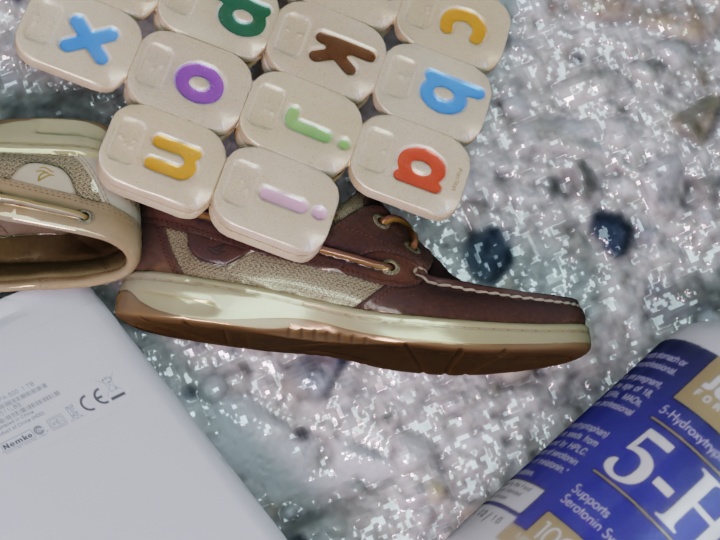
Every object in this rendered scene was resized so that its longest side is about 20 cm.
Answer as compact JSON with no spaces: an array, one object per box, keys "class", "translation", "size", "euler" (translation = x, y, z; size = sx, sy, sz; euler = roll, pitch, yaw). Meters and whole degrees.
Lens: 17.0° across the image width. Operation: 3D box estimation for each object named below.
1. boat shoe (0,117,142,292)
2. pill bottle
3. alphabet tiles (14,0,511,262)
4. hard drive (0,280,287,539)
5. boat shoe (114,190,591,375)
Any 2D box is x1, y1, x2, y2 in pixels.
[{"class":"boat shoe","translation":[-0.188,-0.020,0.970],"size":[0.200,0.071,0.065],"euler":[-6,49,-6]},{"class":"pill bottle","translation":[0.142,0.092,0.980],"size":[0.200,0.120,0.120],"euler":[-41,87,-14]},{"class":"alphabet tiles","translation":[-0.039,-0.099,1.020],"size":[0.195,0.015,0.200],"euler":[20,57,-4]},{"class":"hard drive","translation":[-0.109,0.100,0.947],"size":[0.132,0.025,0.200],"euler":[-26,66,-35]},{"class":"boat shoe","translation":[0.000,0.000,1.012],"size":[0.200,0.072,0.072],"euler":[6,79,-1]}]
